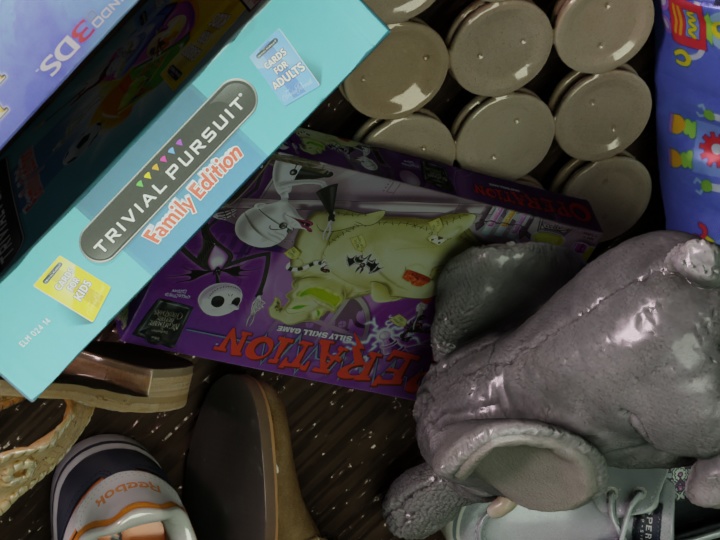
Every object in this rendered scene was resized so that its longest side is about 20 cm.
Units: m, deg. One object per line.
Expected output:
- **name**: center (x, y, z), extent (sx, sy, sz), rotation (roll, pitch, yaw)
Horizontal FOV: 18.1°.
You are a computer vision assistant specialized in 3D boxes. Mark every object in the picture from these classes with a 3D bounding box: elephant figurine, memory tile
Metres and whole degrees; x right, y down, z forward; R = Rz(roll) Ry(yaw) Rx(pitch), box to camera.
- **elephant figurine**: center (0.081, 0.059, 1.019), extent (0.199, 0.142, 0.156), rotation (-13, 106, 12)
- **memory tile**: center (0.063, -0.083, 1.024), extent (0.152, 0.017, 0.201), rotation (-15, 130, -13)

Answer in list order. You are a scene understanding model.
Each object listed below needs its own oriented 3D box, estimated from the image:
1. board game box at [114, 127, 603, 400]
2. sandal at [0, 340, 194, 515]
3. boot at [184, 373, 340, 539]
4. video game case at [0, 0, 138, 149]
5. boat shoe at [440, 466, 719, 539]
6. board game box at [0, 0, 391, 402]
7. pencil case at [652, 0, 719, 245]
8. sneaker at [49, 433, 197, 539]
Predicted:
- **board game box**: center (0.000, 0.000, 1.034), extent (0.199, 0.032, 0.120), rotation (12, 129, -27)
- **sandal**: center (-0.144, 0.071, 0.956), extent (0.211, 0.077, 0.070), rotation (2, 100, -59)
- **boot**: center (-0.036, 0.138, 1.083), extent (0.075, 0.074, 0.201), rotation (-15, 113, -27)
- **video game case**: center (-0.173, -0.084, 0.863), extent (0.200, 0.181, 0.045), rotation (-46, 120, 5)
- **boat shoe**: center (0.140, 0.110, 1.131), extent (0.199, 0.072, 0.071), rotation (-13, 118, -14)
- **board game box**: center (-0.087, -0.057, 0.922), extent (0.200, 0.151, 0.047), rotation (-46, 111, 4)
- **pencil case**: center (0.184, -0.058, 1.063), extent (0.078, 0.086, 0.201), rotation (-37, 130, -43)
- **sneaker**: center (-0.108, 0.183, 1.057), extent (0.078, 0.079, 0.201), rotation (-12, 110, -16)
